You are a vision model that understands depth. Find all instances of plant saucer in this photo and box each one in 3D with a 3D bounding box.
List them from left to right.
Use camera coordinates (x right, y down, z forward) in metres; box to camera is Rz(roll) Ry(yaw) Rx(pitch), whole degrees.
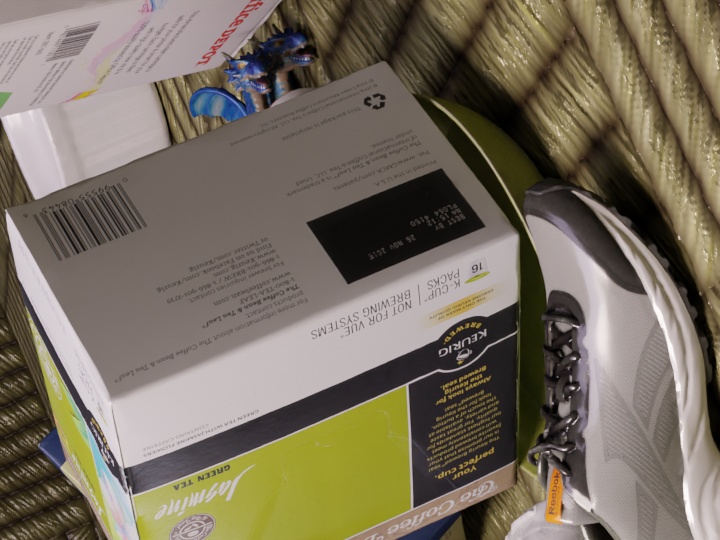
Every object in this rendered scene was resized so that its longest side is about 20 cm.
[{"bbox_3d":[0.069,0.005,1.050,0.200,0.031,0.200,58,161,33],"label":"plant saucer"}]

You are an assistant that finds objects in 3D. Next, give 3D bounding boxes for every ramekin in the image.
[{"bbox_3d":[-0.226,-0.132,1.743,0.201,0.098,0.201,58,162,31],"label":"ramekin"}]

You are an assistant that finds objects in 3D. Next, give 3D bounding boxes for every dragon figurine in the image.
[{"bbox_3d":[-0.066,-0.088,1.325,0.100,0.059,0.200,71,160,-1],"label":"dragon figurine"}]

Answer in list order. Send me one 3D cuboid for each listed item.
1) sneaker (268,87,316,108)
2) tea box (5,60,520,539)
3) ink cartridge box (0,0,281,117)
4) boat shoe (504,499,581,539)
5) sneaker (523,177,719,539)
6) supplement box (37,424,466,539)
[{"bbox_3d":[0.000,0.000,1.193,0.200,0.078,0.116,70,166,-11],"label":"sneaker"},{"bbox_3d":[-0.040,0.040,1.033,0.134,0.200,0.197,55,160,38],"label":"tea box"},{"bbox_3d":[-0.151,-0.157,1.216,0.145,0.200,0.084,-38,72,60],"label":"ink cartridge box"},{"bbox_3d":[0.097,0.149,1.083,0.200,0.072,0.069,56,-136,-73],"label":"boat shoe"},{"bbox_3d":[0.104,0.058,0.912,0.074,0.079,0.200,-170,61,-74],"label":"sneaker"},{"bbox_3d":[-0.054,0.142,1.277,0.200,0.134,0.200,41,170,16],"label":"supplement box"}]
